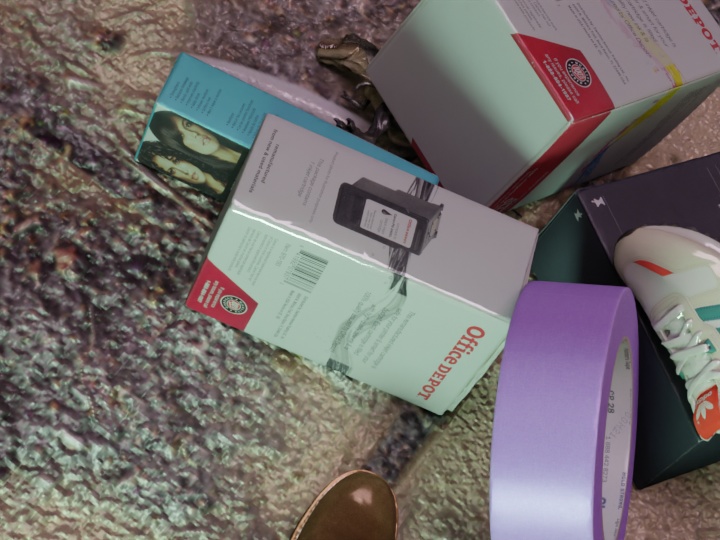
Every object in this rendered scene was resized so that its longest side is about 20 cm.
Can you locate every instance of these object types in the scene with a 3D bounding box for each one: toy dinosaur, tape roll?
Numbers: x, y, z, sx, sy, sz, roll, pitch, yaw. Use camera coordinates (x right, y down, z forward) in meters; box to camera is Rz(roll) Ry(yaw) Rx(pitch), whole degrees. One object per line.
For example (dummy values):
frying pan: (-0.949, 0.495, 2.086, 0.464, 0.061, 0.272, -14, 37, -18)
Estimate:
toy dinosaur: (0.030, -0.095, 1.345, 0.200, 0.047, 0.088, 47, 53, 4)
tape roll: (0.133, 0.108, 1.175, 0.066, 0.200, 0.200, 4, 59, 16)

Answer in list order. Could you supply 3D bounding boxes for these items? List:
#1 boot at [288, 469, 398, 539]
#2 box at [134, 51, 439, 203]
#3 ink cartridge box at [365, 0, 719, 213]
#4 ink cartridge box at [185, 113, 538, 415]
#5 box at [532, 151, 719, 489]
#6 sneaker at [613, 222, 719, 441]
boot: (-0.020, 0.206, 1.160, 0.074, 0.075, 0.200, 28, 58, -2)
box: (-0.052, -0.071, 1.282, 0.200, 0.082, 0.049, 25, 59, -5)
ink cartridge box: (0.141, -0.148, 1.327, 0.200, 0.145, 0.145, -20, 72, -40)
ink cartridge box: (0.000, 0.000, 1.227, 0.200, 0.145, 0.083, 23, 57, -6)
box: (0.249, 0.028, 1.321, 0.182, 0.104, 0.200, -15, 70, -25)
sneaker: (0.235, 0.056, 1.200, 0.200, 0.070, 0.093, 43, 54, 3)
